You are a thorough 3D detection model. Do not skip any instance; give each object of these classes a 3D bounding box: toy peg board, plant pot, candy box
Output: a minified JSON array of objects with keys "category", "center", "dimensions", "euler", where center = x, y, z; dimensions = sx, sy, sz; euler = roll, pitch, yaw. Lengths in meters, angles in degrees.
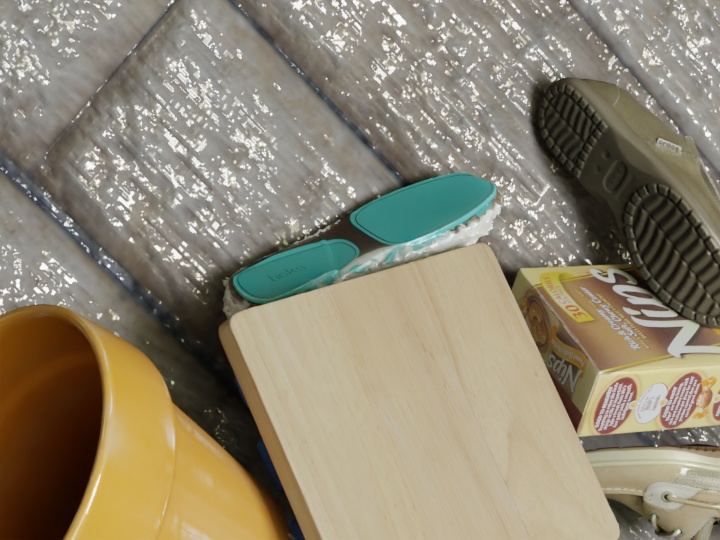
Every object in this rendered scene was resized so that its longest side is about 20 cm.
[{"category":"toy peg board","center":[0.019,0.111,1.309],"dimensions":[0.198,0.098,0.201],"euler":[-16,76,-36]},{"category":"plant pot","center":[-0.144,0.147,1.231],"dimensions":[0.183,0.200,0.201],"euler":[32,76,-39]},{"category":"candy box","center":[0.206,0.048,1.437],"dimensions":[0.199,0.116,0.056],"euler":[-2,125,-28]}]

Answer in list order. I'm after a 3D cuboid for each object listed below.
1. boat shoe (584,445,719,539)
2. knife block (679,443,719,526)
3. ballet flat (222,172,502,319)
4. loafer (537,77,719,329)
[{"category":"boat shoe","center":[0.213,0.147,1.422],"dimensions":[0.199,0.072,0.065],"euler":[-1,84,11]},{"category":"knife block","center":[0.305,0.154,1.532],"dimensions":[0.200,0.174,0.064],"euler":[12,85,-72]},{"category":"ballet flat","center":[0.000,0.000,1.372],"dimensions":[0.199,0.072,0.072],"euler":[-23,101,-23]},{"category":"loafer","center":[0.199,-0.052,1.425],"dimensions":[0.067,0.076,0.200],"euler":[-23,70,-39]}]
